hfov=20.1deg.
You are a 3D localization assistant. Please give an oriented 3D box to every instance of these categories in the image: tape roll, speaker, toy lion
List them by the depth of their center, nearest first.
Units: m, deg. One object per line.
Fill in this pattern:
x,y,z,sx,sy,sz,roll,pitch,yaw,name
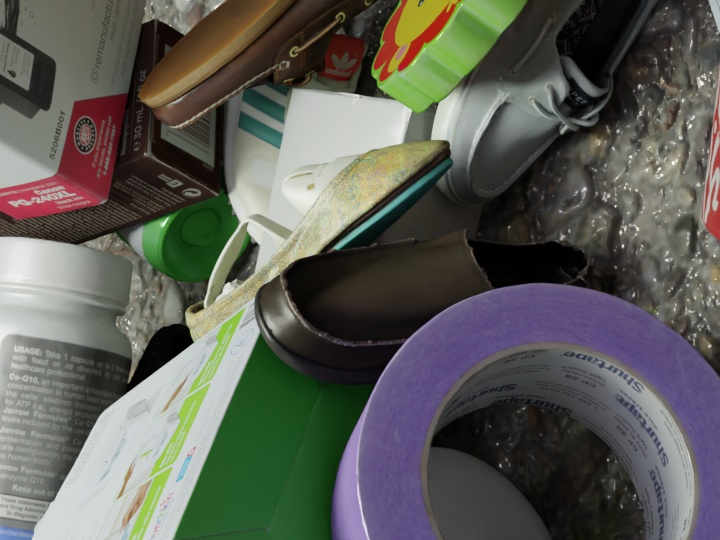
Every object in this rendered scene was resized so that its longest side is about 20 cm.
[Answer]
0.088,0.114,0.992,0.085,0.198,0.202,113,149,-65,tape roll
0.072,-0.184,1.102,0.201,0.068,0.192,-54,16,14,toy lion
-0.150,-0.076,1.383,0.200,0.088,0.089,47,115,42,speaker

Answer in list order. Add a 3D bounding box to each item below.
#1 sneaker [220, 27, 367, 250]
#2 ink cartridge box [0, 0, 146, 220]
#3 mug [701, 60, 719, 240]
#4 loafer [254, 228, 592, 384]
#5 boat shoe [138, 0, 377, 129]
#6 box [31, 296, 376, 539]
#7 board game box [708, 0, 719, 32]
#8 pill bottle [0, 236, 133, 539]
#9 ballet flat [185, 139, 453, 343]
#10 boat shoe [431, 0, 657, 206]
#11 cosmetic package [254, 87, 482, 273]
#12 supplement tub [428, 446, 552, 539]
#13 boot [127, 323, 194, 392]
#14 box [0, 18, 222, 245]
-0.037,-0.103,1.275,0.093,0.070,0.202,-32,57,45,sneaker
-0.229,-0.137,1.185,0.083,0.200,0.147,-6,66,36,ink cartridge box
0.226,-0.100,0.908,0.178,0.132,0.202,-105,20,-66,mug
0.037,0.007,1.073,0.073,0.198,0.072,64,145,30,loafer
-0.040,-0.147,1.216,0.200,0.070,0.070,-41,28,-6,boat shoe
-0.090,0.131,1.077,0.176,0.097,0.201,-37,22,37,box
0.240,-0.250,1.028,0.199,0.043,0.202,-34,59,38,board game box
-0.205,0.086,1.279,0.113,0.113,0.202,0,78,47,pill bottle
-0.031,-0.018,1.128,0.200,0.070,0.071,-47,51,29,ballet flat
0.108,-0.116,1.123,0.202,0.070,0.072,-60,40,15,boat shoe
0.000,0.000,1.204,0.107,0.084,0.202,15,92,46,cosmetic package
0.001,0.200,1.116,0.200,0.145,0.147,-36,57,36,supplement tub
-0.124,0.155,1.309,0.158,0.079,0.212,-49,50,29,boot
-0.185,-0.078,1.306,0.199,0.075,0.101,-19,59,34,box
